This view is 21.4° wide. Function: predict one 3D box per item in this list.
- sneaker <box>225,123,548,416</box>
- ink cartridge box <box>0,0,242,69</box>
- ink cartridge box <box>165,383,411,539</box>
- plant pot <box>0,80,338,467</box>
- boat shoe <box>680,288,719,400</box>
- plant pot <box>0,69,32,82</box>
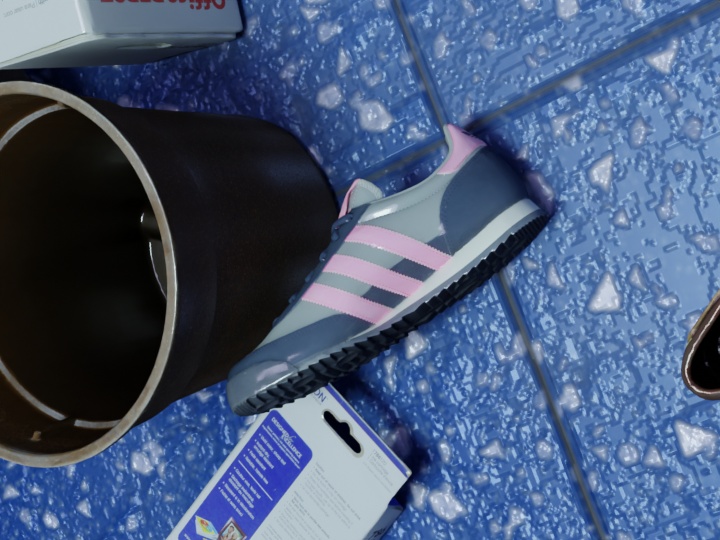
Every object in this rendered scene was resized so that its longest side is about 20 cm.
[{"bbox_3d":[0.000,0.000,1.036,0.199,0.070,0.082,-34,77,-4],"label":"sneaker"},{"bbox_3d":[-0.158,-0.220,1.096,0.083,0.144,0.202,-14,88,34],"label":"ink cartridge box"},{"bbox_3d":[-0.045,0.150,1.136,0.100,0.039,0.200,47,119,19],"label":"ink cartridge box"},{"bbox_3d":[-0.122,-0.009,1.069,0.199,0.198,0.202,5,100,32],"label":"plant pot"},{"bbox_3d":[0.234,-0.006,0.919,0.070,0.070,0.200,49,117,19],"label":"boat shoe"},{"bbox_3d":[-0.238,-0.050,1.178,0.201,0.092,0.202,-40,44,52],"label":"plant pot"}]
